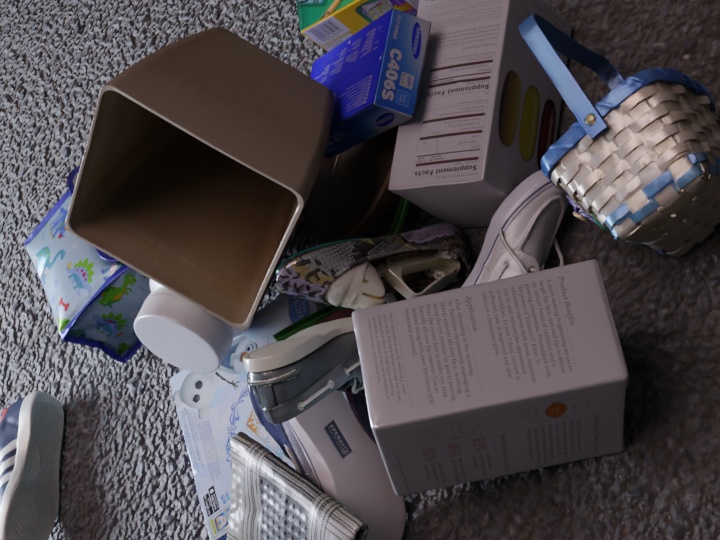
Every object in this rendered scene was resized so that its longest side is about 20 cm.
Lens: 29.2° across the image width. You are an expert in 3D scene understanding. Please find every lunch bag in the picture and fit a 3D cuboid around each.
[{"bbox_3d":[-0.266,-0.031,1.546,0.200,0.127,0.171,-45,49,16],"label":"lunch bag"}]

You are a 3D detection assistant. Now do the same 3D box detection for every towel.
[{"bbox_3d":[-0.069,0.272,1.254,0.192,0.034,0.202,28,122,43],"label":"towel"}]

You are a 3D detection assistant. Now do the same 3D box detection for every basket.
[{"bbox_3d":[0.217,-0.117,1.147,0.139,0.176,0.201,-37,63,26],"label":"basket"}]

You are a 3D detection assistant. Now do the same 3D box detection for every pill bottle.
[{"bbox_3d":[-0.145,-0.005,1.404,0.113,0.114,0.201,-4,49,39],"label":"pill bottle"}]

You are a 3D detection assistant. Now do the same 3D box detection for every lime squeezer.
[{"bbox_3d":[0.000,0.000,1.340,0.200,0.070,0.038,-49,35,9],"label":"lime squeezer"}]

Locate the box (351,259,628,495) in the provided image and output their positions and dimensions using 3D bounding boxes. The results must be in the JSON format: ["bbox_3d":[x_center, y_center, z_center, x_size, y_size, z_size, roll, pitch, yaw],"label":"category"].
[{"bbox_3d":[0.107,0.090,1.118,0.198,0.153,0.107,-12,60,3],"label":"box"}]

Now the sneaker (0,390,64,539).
[{"bbox_3d":[-0.393,0.240,1.577,0.084,0.075,0.202,-18,51,31],"label":"sneaker"}]

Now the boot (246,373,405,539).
[{"bbox_3d":[-0.031,0.168,1.262,0.072,0.201,0.090,-30,14,-27],"label":"boot"}]

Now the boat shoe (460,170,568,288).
[{"bbox_3d":[0.141,0.013,1.224,0.086,0.074,0.203,39,100,43],"label":"boat shoe"}]

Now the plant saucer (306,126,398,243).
[{"bbox_3d":[0.005,-0.119,1.383,0.200,0.029,0.202,-44,36,45],"label":"plant saucer"}]

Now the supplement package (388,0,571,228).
[{"bbox_3d":[0.114,-0.153,1.292,0.109,0.113,0.202,-3,71,40],"label":"supplement package"}]

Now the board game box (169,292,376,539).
[{"bbox_3d":[-0.089,0.141,1.381,0.198,0.043,0.201,-37,52,22],"label":"board game box"}]

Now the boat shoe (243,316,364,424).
[{"bbox_3d":[-0.026,0.079,1.184,0.072,0.199,0.062,-10,95,35],"label":"boat shoe"}]

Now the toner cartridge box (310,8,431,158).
[{"bbox_3d":[-0.001,-0.176,1.333,0.200,0.043,0.096,165,117,-66],"label":"toner cartridge box"}]

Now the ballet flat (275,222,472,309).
[{"bbox_3d":[0.021,0.003,1.263,0.072,0.199,0.073,31,128,53],"label":"ballet flat"}]

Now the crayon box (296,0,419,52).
[{"bbox_3d":[0.048,-0.278,1.397,0.199,0.118,0.059,-24,57,30],"label":"crayon box"}]

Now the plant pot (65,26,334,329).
[{"bbox_3d":[-0.131,-0.105,1.293,0.178,0.199,0.200,-59,-1,-43],"label":"plant pot"}]

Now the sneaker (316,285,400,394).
[{"bbox_3d":[0.007,0.110,1.271,0.115,0.076,0.201,-20,45,-1],"label":"sneaker"}]
